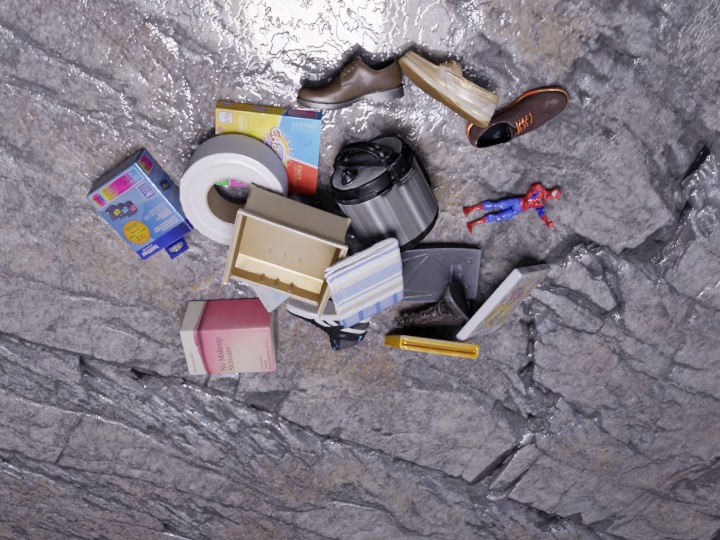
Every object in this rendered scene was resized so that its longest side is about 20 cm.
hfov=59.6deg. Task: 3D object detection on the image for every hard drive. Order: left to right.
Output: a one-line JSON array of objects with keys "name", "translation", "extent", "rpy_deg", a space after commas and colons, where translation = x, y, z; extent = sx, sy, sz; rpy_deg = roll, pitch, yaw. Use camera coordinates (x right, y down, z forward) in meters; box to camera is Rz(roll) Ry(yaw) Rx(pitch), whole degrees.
[{"name": "hard drive", "translation": [0.158, 0.003, 1.359], "extent": [0.194, 0.043, 0.138], "rpy_deg": [-2, 123, -1]}]

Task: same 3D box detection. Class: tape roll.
[{"name": "tape roll", "translation": [-0.235, -0.147, 1.179], "extent": [0.196, 0.072, 0.206], "rpy_deg": [0, 130, 0]}]

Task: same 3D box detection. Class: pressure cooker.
[{"name": "pressure cooker", "translation": [0.040, -0.152, 1.173], "extent": [0.173, 0.181, 0.202], "rpy_deg": [-24, 122, 17]}]

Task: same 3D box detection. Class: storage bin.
[{"name": "storage bin", "translation": [-0.139, -0.028, 1.157], "extent": [0.195, 0.095, 0.201], "rpy_deg": [17, 130, -8]}]

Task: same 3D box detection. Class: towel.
[{"name": "towel", "translation": [0.012, 0.026, 1.157], "extent": [0.144, 0.024, 0.202], "rpy_deg": [-26, 148, -8]}]

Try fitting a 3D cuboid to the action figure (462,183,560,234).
[{"name": "action figure", "translation": [0.312, -0.114, 1.260], "extent": [0.195, 0.100, 0.066], "rpy_deg": [-19, 124, 7]}]

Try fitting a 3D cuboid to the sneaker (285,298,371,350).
[{"name": "sneaker", "translation": [-0.077, 0.126, 1.412], "extent": [0.195, 0.074, 0.114], "rpy_deg": [9, 121, -10]}]

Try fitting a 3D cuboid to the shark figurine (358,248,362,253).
[{"name": "shark figurine", "translation": [-0.012, 0.009, 1.269], "extent": [0.128, 0.214, 0.090], "rpy_deg": [-40, 87, 6]}]

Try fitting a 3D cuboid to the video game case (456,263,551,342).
[{"name": "video game case", "translation": [0.310, 0.068, 1.351], "extent": [0.180, 0.023, 0.201], "rpy_deg": [-7, 139, -54]}]

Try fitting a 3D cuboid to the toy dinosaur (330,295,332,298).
[{"name": "toy dinosaur", "translation": [-0.131, 0.016, 1.361], "extent": [0.195, 0.059, 0.102], "rpy_deg": [13, 138, -1]}]

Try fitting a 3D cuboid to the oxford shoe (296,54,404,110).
[{"name": "oxford shoe", "translation": [-0.022, -0.337, 1.118], "extent": [0.195, 0.073, 0.086], "rpy_deg": [-14, 122, -8]}]

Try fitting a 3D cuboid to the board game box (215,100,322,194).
[{"name": "board game box", "translation": [-0.175, -0.231, 1.195], "extent": [0.194, 0.041, 0.156], "rpy_deg": [5, 123, -5]}]

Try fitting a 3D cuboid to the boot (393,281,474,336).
[{"name": "boot", "translation": [0.152, 0.099, 1.363], "extent": [0.170, 0.071, 0.200], "rpy_deg": [-14, 152, 17]}]

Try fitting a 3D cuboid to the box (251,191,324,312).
[{"name": "box", "translation": [-0.153, -0.037, 1.279], "extent": [0.199, 0.041, 0.157], "rpy_deg": [-38, 85, 19]}]

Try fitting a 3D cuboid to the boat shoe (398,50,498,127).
[{"name": "boat shoe", "translation": [0.160, -0.338, 1.126], "extent": [0.197, 0.074, 0.070], "rpy_deg": [32, 93, -11]}]

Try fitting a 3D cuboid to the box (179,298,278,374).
[{"name": "box", "translation": [-0.285, 0.146, 1.396], "extent": [0.194, 0.110, 0.130], "rpy_deg": [-3, 124, -1]}]

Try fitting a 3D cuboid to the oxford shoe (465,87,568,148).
[{"name": "oxford shoe", "translation": [0.295, -0.273, 1.165], "extent": [0.196, 0.073, 0.072], "rpy_deg": [-23, 122, 13]}]

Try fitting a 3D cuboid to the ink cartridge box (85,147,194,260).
[{"name": "ink cartridge box", "translation": [-0.416, -0.116, 1.242], "extent": [0.134, 0.077, 0.201], "rpy_deg": [-28, 122, 15]}]

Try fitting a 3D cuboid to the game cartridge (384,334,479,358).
[{"name": "game cartridge", "translation": [0.151, 0.168, 1.391], "extent": [0.171, 0.200, 0.033], "rpy_deg": [8, 82, -7]}]

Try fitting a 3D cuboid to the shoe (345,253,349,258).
[{"name": "shoe", "translation": [-0.050, -0.008, 1.344], "extent": [0.069, 0.053, 0.203], "rpy_deg": [11, 133, 45]}]
